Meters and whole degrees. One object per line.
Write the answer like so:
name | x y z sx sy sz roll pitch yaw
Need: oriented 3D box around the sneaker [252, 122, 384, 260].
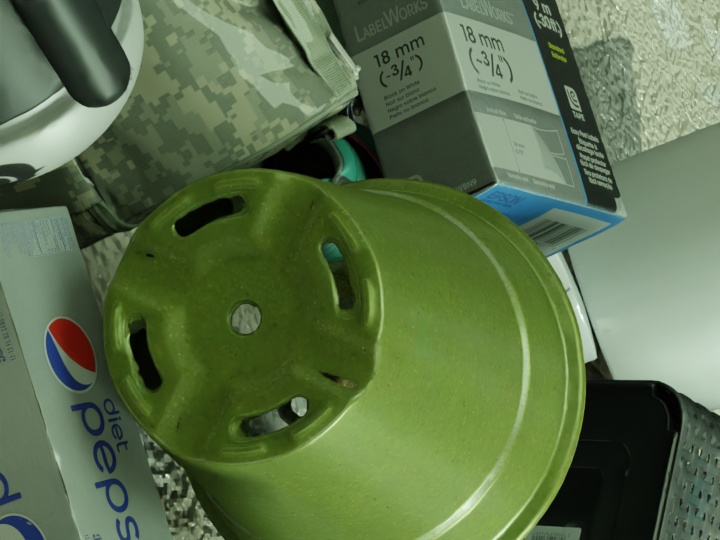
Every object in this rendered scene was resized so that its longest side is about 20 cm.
sneaker | 0.000 0.000 1.355 0.120 0.084 0.201 12 43 -53

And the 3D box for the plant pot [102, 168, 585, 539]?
plant pot | -0.020 0.037 1.161 0.190 0.199 0.201 33 42 -70

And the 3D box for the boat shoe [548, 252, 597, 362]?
boat shoe | 0.070 -0.019 1.522 0.200 0.068 0.072 59 8 -32

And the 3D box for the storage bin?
storage bin | 0.118 0.164 1.361 0.094 0.135 0.201 28 69 -42

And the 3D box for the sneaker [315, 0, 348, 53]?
sneaker | -0.053 -0.192 1.420 0.118 0.073 0.202 11 72 -48

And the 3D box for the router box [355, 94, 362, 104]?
router box | 0.044 -0.166 1.582 0.157 0.052 0.201 38 42 -41

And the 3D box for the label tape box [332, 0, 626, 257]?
label tape box | 0.052 -0.114 1.394 0.144 0.063 0.201 11 58 -57

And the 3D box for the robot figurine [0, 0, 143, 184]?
robot figurine | -0.164 -0.122 1.044 0.200 0.124 0.151 62 12 -45

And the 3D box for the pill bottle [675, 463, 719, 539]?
pill bottle | 0.204 0.201 1.553 0.111 0.111 0.200 58 32 -17

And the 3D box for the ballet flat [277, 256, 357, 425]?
ballet flat | -0.012 0.090 1.308 0.071 0.070 0.201 -16 115 -60

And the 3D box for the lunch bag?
lunch bag | -0.110 -0.121 1.194 0.201 0.167 0.139 61 31 -13

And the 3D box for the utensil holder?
utensil holder | 0.235 -0.010 1.608 0.170 0.199 0.171 -19 90 -79

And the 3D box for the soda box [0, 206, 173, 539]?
soda box | -0.135 0.078 1.128 0.063 0.068 0.201 -10 80 -59
